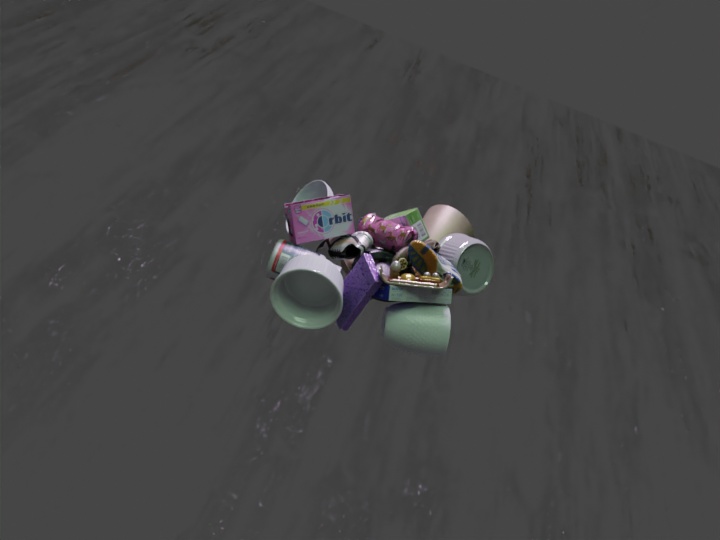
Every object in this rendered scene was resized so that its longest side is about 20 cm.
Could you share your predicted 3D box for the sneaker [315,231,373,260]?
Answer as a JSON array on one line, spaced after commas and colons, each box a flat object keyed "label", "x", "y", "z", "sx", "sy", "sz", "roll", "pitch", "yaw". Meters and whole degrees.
[{"label": "sneaker", "x": -0.061, "y": -0.066, "z": 1.715, "sx": 0.074, "sy": 0.199, "sz": 0.080, "roll": 60, "pitch": 37, "yaw": -22}]

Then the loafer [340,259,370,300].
[{"label": "loafer", "x": 0.000, "y": 0.000, "z": 1.744, "sx": 0.075, "sy": 0.069, "sz": 0.201, "roll": -8, "pitch": 50, "yaw": -29}]

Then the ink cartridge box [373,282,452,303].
[{"label": "ink cartridge box", "x": 0.145, "y": 0.062, "z": 1.565, "sx": 0.198, "sy": 0.045, "sz": 0.094, "roll": 4, "pitch": 2, "yaw": -26}]

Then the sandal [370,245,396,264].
[{"label": "sandal", "x": 0.069, "y": -0.047, "z": 1.827, "sx": 0.080, "sy": 0.054, "sz": 0.201, "roll": -15, "pitch": 63, "yaw": -25}]

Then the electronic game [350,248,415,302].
[{"label": "electronic game", "x": 0.069, "y": 0.012, "z": 1.683, "sx": 0.198, "sy": 0.042, "sz": 0.201, "roll": 9, "pitch": 47, "yaw": -9}]

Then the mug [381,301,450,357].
[{"label": "mug", "x": 0.148, "y": 0.153, "z": 1.609, "sx": 0.173, "sy": 0.149, "sz": 0.200, "roll": 7, "pitch": 13, "yaw": -4}]

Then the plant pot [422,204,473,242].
[{"label": "plant pot", "x": 0.245, "y": -0.083, "z": 1.867, "sx": 0.187, "sy": 0.188, "sz": 0.200, "roll": 33, "pitch": 56, "yaw": 13}]

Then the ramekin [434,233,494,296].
[{"label": "ramekin", "x": 0.326, "y": -0.012, "z": 1.777, "sx": 0.199, "sy": 0.202, "sz": 0.105, "roll": -9, "pitch": 13, "yaw": -30}]

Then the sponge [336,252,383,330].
[{"label": "sponge", "x": -0.016, "y": 0.061, "z": 1.581, "sx": 0.030, "sy": 0.201, "sz": 0.112, "roll": 12, "pitch": 38, "yaw": -35}]

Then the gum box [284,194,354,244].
[{"label": "gum box", "x": -0.124, "y": -0.152, "z": 1.667, "sx": 0.198, "sy": 0.115, "sz": 0.066, "roll": -13, "pitch": 14, "yaw": -22}]

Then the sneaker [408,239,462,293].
[{"label": "sneaker", "x": 0.217, "y": -0.015, "z": 1.663, "sx": 0.200, "sy": 0.075, "sz": 0.088, "roll": 46, "pitch": 24, "yaw": -5}]

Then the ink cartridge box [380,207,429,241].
[{"label": "ink cartridge box", "x": 0.123, "y": -0.128, "z": 1.822, "sx": 0.059, "sy": 0.199, "sz": 0.105, "roll": -33, "pitch": 104, "yaw": -31}]

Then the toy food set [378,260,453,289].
[{"label": "toy food set", "x": 0.149, "y": 0.010, "z": 1.551, "sx": 0.198, "sy": 0.061, "sz": 0.144, "roll": 6, "pitch": 3, "yaw": 3}]

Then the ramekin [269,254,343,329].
[{"label": "ramekin", "x": -0.139, "y": 0.054, "z": 1.542, "sx": 0.199, "sy": 0.202, "sz": 0.098, "roll": 18, "pitch": 35, "yaw": -3}]

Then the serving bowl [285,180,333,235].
[{"label": "serving bowl", "x": -0.150, "y": -0.183, "z": 1.803, "sx": 0.066, "sy": 0.200, "sz": 0.201, "roll": 30, "pitch": 32, "yaw": -38}]

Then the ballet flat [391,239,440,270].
[{"label": "ballet flat", "x": 0.171, "y": -0.044, "z": 1.690, "sx": 0.199, "sy": 0.068, "sz": 0.046, "roll": -22, "pitch": 39, "yaw": -38}]

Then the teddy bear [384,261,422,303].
[{"label": "teddy bear", "x": 0.151, "y": 0.022, "z": 1.747, "sx": 0.144, "sy": 0.067, "sz": 0.202, "roll": 1, "pitch": 62, "yaw": -20}]

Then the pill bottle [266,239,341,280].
[{"label": "pill bottle", "x": -0.162, "y": -0.002, "z": 1.642, "sx": 0.198, "sy": 0.120, "sz": 0.120, "roll": 21, "pitch": 42, "yaw": -1}]

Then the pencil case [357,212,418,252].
[{"label": "pencil case", "x": 0.084, "y": -0.113, "z": 1.746, "sx": 0.199, "sy": 0.087, "sz": 0.083, "roll": 24, "pitch": 51, "yaw": 35}]
